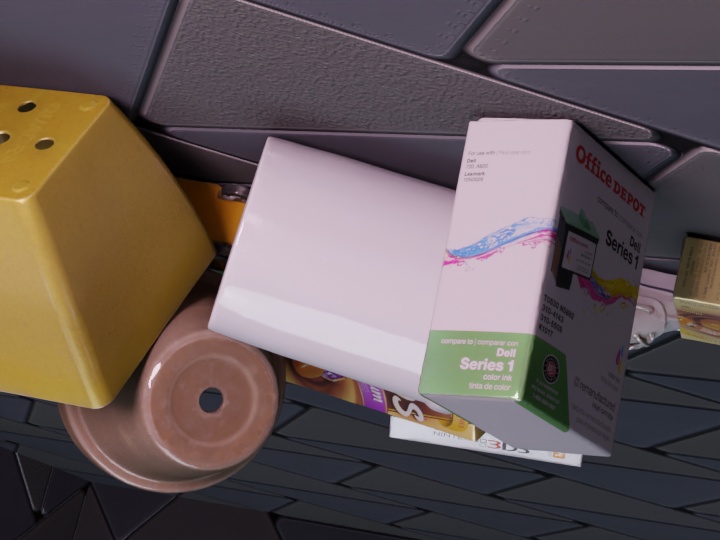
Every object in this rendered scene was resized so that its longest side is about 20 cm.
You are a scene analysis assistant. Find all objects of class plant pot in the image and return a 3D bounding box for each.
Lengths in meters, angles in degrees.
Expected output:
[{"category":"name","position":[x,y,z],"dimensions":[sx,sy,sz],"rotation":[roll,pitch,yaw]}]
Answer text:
[{"category":"plant pot","position":[-0.260,-0.035,1.548],"dimensions":[0.200,0.200,0.177],"rotation":[7,133,25]},{"category":"plant pot","position":[-0.143,0.099,1.628],"dimensions":[0.200,0.201,0.175],"rotation":[19,179,-19]}]

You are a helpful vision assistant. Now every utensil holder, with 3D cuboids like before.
[{"category":"utensil holder","position":[0.000,0.000,1.506],"dimensions":[0.200,0.170,0.170],"rotation":[18,166,-5]}]

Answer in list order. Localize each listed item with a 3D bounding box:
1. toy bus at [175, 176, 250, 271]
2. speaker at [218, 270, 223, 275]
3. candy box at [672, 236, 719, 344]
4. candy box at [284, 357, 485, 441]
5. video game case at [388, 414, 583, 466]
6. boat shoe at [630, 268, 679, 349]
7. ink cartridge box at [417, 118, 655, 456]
[{"category":"toy bus","position":[-0.169,-0.045,1.709],"dimensions":[0.199,0.065,0.078],"rotation":[10,166,16]},{"category":"speaker","position":[-0.030,0.022,1.794],"dimensions":[0.199,0.089,0.088],"rotation":[14,166,0]},{"category":"candy box","position":[0.345,0.031,1.504],"dimensions":[0.199,0.055,0.115],"rotation":[10,166,16]},{"category":"candy box","position":[0.022,0.062,1.684],"dimensions":[0.200,0.056,0.117],"rotation":[15,130,26]},{"category":"video game case","position":[0.119,0.081,1.733],"dimensions":[0.181,0.036,0.200],"rotation":[9,130,6]},{"category":"boat shoe","position":[0.221,0.033,1.614],"dimensions":[0.199,0.066,0.072],"rotation":[16,166,-4]},{"category":"ink cartridge box","position":[0.125,0.012,1.352],"dimensions":[0.084,0.201,0.145],"rotation":[1,161,34]}]
